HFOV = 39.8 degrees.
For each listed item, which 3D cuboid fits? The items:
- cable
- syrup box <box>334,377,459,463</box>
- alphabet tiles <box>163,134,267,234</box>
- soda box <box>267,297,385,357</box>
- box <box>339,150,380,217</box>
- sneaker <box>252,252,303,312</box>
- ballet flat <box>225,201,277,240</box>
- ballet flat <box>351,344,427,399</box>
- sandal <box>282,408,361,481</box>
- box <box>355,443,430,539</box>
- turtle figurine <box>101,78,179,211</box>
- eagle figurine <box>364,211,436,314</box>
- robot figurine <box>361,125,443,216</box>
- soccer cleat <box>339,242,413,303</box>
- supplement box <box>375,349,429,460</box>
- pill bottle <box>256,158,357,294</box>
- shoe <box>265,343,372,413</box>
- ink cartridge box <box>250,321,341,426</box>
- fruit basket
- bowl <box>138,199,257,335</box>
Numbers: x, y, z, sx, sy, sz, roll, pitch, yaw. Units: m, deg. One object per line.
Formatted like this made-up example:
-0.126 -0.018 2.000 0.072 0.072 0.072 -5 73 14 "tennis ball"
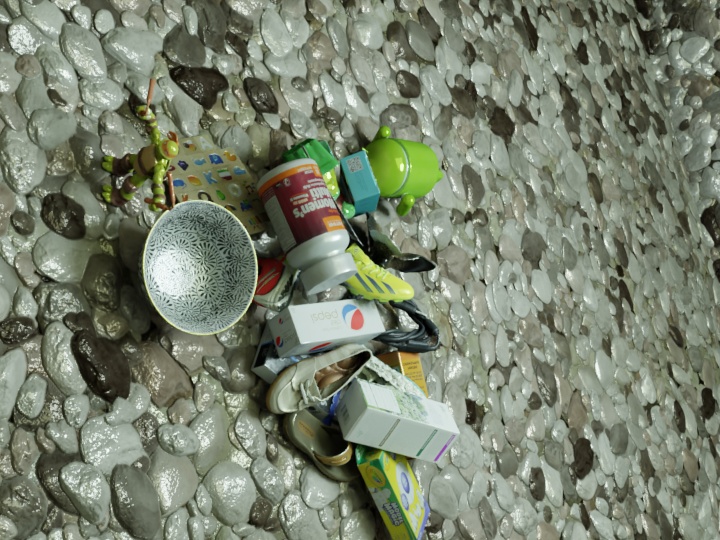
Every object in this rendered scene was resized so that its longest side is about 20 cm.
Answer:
0.052 0.079 1.841 0.199 0.051 0.164 9 41 -35 "cable"
0.064 0.260 1.710 0.199 0.082 0.079 20 26 -28 "syrup box"
-0.238 -0.137 1.618 0.166 0.006 0.201 -19 71 -47 "alphabet tiles"
-0.055 0.094 1.671 0.199 0.064 0.068 -5 68 -45 "soda box"
-0.003 -0.155 1.826 0.200 0.049 0.083 101 -30 -84 "box"
-0.142 -0.007 1.681 0.200 0.084 0.077 -66 168 -59 "sneaker"
-0.168 -0.082 1.694 0.199 0.068 0.064 -2 84 -40 "ballet flat"
0.025 0.195 1.767 0.200 0.072 0.072 38 43 1 "ballet flat"
-0.051 0.291 1.668 0.200 0.054 0.081 45 45 -34 "sandal"
0.055 0.368 1.737 0.201 0.048 0.117 63 20 -11 "box"
-0.317 -0.167 1.470 0.064 0.161 0.201 0 74 -49 "turtle figurine"
0.043 -0.025 1.834 0.200 0.150 0.153 -43 122 -53 "eagle figurine"
0.077 -0.203 1.983 0.199 0.115 0.177 -2 70 -50 "robot figurine"
-0.001 0.000 1.708 0.065 0.199 0.084 -24 130 -73 "soccer cleat"
0.088 0.248 1.843 0.066 0.069 0.201 -3 79 -48 "supplement box"
-0.084 -0.071 1.619 0.109 0.109 0.201 -12 75 -51 "pill bottle"
-0.066 0.174 1.626 0.199 0.053 0.070 -29 108 -28 "shoe"
-0.093 0.176 1.685 0.200 0.039 0.100 42 46 -31 "ink cartridge box"
-0.056 -0.141 1.768 0.200 0.094 0.185 52 -3 -11 "fruit basket"
-0.263 -0.001 1.503 0.200 0.094 0.202 5 82 -41 "bowl"
